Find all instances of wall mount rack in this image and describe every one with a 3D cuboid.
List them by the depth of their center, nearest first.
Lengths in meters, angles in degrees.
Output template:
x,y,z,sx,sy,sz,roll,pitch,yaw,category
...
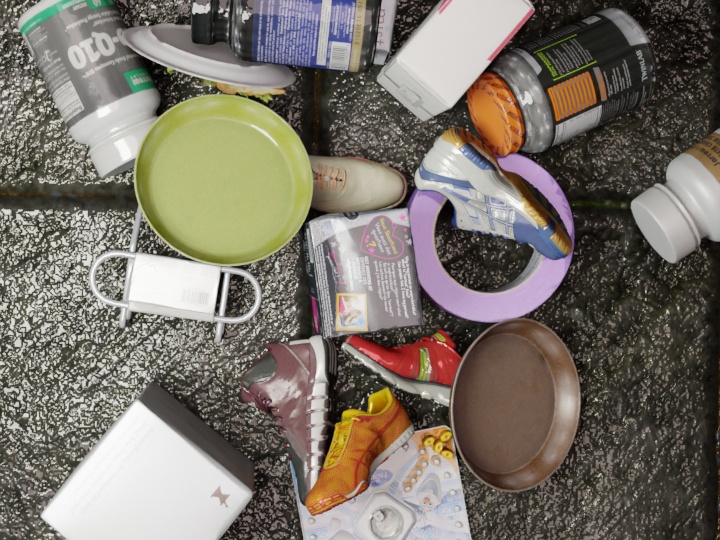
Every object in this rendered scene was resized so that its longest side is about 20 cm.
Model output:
x,y,z,sx,sy,sz,roll,pitch,yaw,category
-0.208,-0.011,1.570,0.198,0.075,0.175,9,94,-4,wall mount rack

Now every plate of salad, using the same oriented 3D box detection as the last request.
x,y,z,sx,sy,sz,roll,pitch,yaw,category
-0.171,-0.231,1.512,0.198,0.200,0.048,15,111,-4,plate of salad

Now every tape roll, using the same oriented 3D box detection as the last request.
x,y,z,sx,sy,sz,roll,pitch,yaw,category
0.149,-0.041,1.595,0.198,0.066,0.202,0,91,-5,tape roll

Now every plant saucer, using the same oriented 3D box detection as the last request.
x,y,z,sx,sy,sz,roll,pitch,yaw,category
-0.153,-0.097,1.501,0.198,0.031,0.202,4,72,-12,plant saucer
0.175,0.156,1.578,0.199,0.034,0.202,0,91,-34,plant saucer

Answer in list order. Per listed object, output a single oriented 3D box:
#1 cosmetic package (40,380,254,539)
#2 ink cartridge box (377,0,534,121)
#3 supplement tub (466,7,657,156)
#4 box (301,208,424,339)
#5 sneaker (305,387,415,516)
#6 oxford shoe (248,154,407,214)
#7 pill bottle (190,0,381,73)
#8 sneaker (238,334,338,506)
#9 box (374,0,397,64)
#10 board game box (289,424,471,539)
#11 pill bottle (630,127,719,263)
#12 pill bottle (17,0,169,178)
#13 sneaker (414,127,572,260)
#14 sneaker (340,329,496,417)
x,y,z,sx,sy,sz,roll,pitch,yaw,category
-0.229,0.244,1.504,0.165,0.200,0.165,40,87,-3,cosmetic package
0.102,-0.254,1.522,0.083,0.200,0.147,41,88,-6,ink cartridge box
0.230,-0.213,1.552,0.199,0.122,0.123,-24,92,-16,supplement tub
0.000,0.000,1.517,0.114,0.200,0.133,-8,91,-5,box
-0.013,0.205,1.522,0.073,0.200,0.077,-28,101,37,sneaker
-0.042,-0.101,1.575,0.198,0.074,0.071,3,90,-4,oxford shoe
-0.080,-0.278,1.458,0.198,0.112,0.113,6,90,-3,pill bottle
-0.088,0.176,1.574,0.114,0.076,0.202,-1,74,13,sneaker
-0.038,-0.355,1.564,0.175,0.097,0.202,9,89,-2,box
0.030,0.302,1.609,0.198,0.026,0.202,-10,91,-4,board game box
0.424,-0.100,1.588,0.199,0.114,0.115,-34,93,-3,pill bottle
-0.297,-0.215,1.538,0.112,0.113,0.201,-27,93,-3,pill bottle
0.150,-0.072,1.537,0.200,0.075,0.088,41,112,-7,sneaker
0.072,0.106,1.593,0.199,0.077,0.086,21,84,-14,sneaker
